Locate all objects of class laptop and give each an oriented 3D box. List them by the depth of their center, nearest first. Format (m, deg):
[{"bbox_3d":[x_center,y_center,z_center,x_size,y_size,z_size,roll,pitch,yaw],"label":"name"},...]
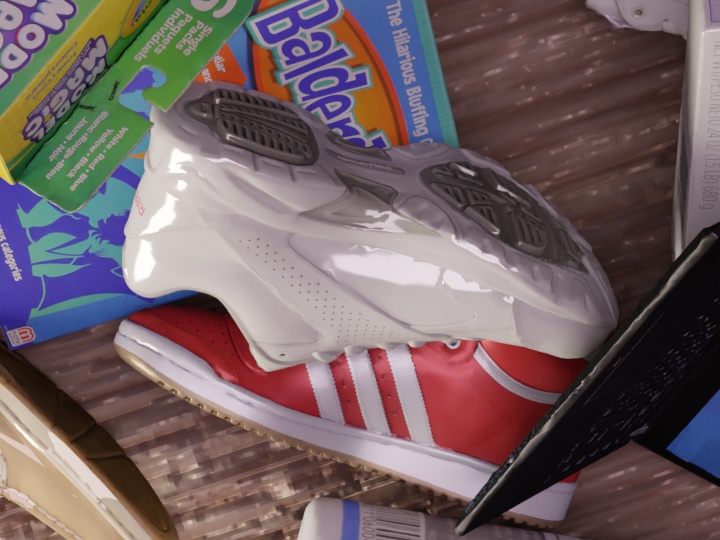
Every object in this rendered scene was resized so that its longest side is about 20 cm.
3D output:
[{"bbox_3d":[0.165,0.052,1.126,0.103,0.200,0.177,48,126,15],"label":"laptop"}]

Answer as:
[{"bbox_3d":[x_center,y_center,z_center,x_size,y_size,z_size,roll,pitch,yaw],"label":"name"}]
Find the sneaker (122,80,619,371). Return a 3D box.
[{"bbox_3d":[0.000,0.000,1.125,0.199,0.078,0.100,20,120,-12],"label":"sneaker"}]

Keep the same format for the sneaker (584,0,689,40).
[{"bbox_3d":[0.152,-0.121,1.192,0.200,0.075,0.100,43,113,-6],"label":"sneaker"}]

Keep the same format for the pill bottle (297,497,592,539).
[{"bbox_3d":[0.067,0.161,1.180,0.199,0.114,0.114,10,94,-3],"label":"pill bottle"}]

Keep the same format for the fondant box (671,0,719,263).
[{"bbox_3d":[0.225,-0.053,1.141,0.199,0.058,0.145,-1,131,1],"label":"fondant box"}]

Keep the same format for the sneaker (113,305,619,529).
[{"bbox_3d":[0.008,0.021,1.186,0.199,0.071,0.113,19,98,-12],"label":"sneaker"}]

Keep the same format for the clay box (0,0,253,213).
[{"bbox_3d":[-0.147,-0.119,1.073,0.200,0.048,0.115,33,74,21],"label":"clay box"}]

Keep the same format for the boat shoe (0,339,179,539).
[{"bbox_3d":[-0.163,0.063,1.186,0.200,0.074,0.069,41,95,4],"label":"boat shoe"}]

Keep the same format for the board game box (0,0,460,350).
[{"bbox_3d":[-0.066,-0.060,1.148,0.199,0.045,0.152,-18,136,-1],"label":"board game box"}]
